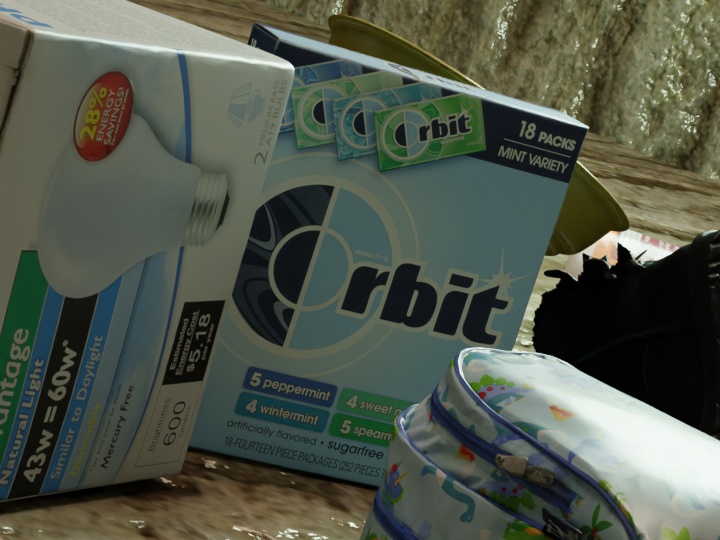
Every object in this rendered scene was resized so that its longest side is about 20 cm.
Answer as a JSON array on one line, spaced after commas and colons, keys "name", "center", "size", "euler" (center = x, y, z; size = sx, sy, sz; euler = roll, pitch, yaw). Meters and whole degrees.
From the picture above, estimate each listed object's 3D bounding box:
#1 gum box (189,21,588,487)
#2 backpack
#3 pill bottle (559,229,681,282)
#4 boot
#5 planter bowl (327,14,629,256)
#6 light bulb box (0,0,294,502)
[{"name": "gum box", "center": [0.000, 0.000, 1.194], "size": [0.169, 0.201, 0.045], "euler": [14, 10, -23]}, {"name": "backpack", "center": [0.092, 0.114, 0.970], "size": [0.163, 0.154, 0.200], "euler": [0, 6, -41]}, {"name": "pill bottle", "center": [0.219, 0.049, 1.585], "size": [0.199, 0.115, 0.114], "euler": [19, 10, 6]}, {"name": "boot", "center": [0.163, 0.076, 1.339], "size": [0.073, 0.199, 0.162], "euler": [2, -14, -33]}, {"name": "planter bowl", "center": [0.041, -0.048, 1.345], "size": [0.200, 0.084, 0.200], "euler": [35, -6, 4]}, {"name": "light bulb box", "center": [-0.150, -0.018, 1.023], "size": [0.124, 0.199, 0.200], "euler": [21, 11, 26]}]
